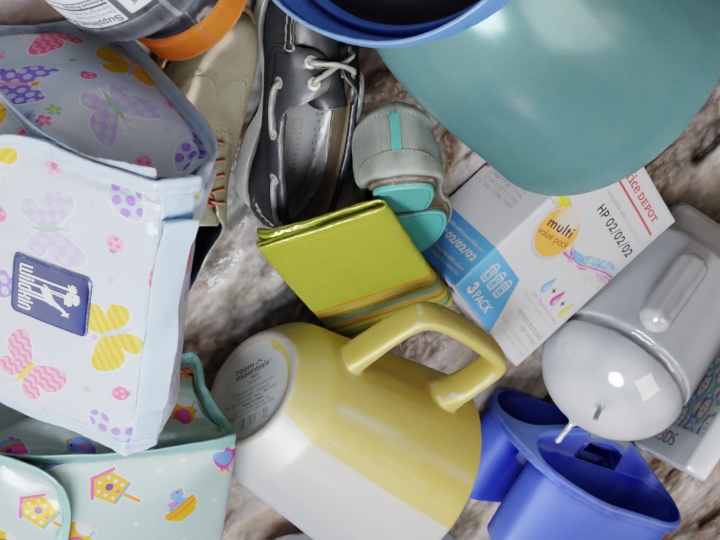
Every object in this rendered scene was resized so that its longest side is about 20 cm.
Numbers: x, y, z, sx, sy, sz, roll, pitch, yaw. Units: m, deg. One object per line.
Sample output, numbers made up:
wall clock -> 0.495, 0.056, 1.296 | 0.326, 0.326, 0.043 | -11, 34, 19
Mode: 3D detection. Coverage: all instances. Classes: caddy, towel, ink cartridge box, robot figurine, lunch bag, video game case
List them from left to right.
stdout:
lunch bag -> -0.191, 0.150, 1.102 | 0.200, 0.122, 0.170 | -5, 126, -26
lunch bag -> -0.154, -0.023, 0.938 | 0.127, 0.200, 0.170 | -10, 128, -31
towel -> 0.000, 0.000, 1.134 | 0.086, 0.018, 0.200 | -18, 158, 8
ink cartridge box -> 0.145, -0.043, 1.242 | 0.200, 0.068, 0.115 | -43, 137, -2
caddy -> 0.164, 0.162, 1.362 | 0.200, 0.141, 0.105 | 22, 112, -45
robot figurine -> 0.209, 0.044, 1.299 | 0.200, 0.113, 0.170 | -53, 169, -24
video game case -> 0.281, 0.059, 1.341 | 0.024, 0.182, 0.200 | 34, 88, -7

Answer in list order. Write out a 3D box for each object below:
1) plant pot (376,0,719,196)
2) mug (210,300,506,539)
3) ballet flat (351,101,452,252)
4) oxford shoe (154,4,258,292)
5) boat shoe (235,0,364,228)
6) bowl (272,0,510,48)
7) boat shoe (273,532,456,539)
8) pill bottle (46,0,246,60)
plant pot -> 0.094, -0.165, 1.022 | 0.161, 0.201, 0.201 | 26, 104, -41
mug -> -0.013, 0.093, 1.190 | 0.153, 0.149, 0.187 | 33, 86, -38
ballet flat -> 0.025, -0.058, 1.122 | 0.067, 0.064, 0.200 | -6, 167, -2
oxford shoe -> -0.095, -0.062, 1.043 | 0.071, 0.074, 0.200 | -1, 122, -37
boat shoe -> -0.030, -0.110, 1.065 | 0.074, 0.060, 0.200 | -5, 125, -34
bowl -> 0.024, -0.216, 0.931 | 0.201, 0.201, 0.039 | -57, 154, 13
boat shoe -> -0.010, 0.236, 1.351 | 0.200, 0.071, 0.070 | -3, 151, -40
pill bottle -> -0.139, -0.188, 0.892 | 0.106, 0.106, 0.200 | -47, 138, 2
